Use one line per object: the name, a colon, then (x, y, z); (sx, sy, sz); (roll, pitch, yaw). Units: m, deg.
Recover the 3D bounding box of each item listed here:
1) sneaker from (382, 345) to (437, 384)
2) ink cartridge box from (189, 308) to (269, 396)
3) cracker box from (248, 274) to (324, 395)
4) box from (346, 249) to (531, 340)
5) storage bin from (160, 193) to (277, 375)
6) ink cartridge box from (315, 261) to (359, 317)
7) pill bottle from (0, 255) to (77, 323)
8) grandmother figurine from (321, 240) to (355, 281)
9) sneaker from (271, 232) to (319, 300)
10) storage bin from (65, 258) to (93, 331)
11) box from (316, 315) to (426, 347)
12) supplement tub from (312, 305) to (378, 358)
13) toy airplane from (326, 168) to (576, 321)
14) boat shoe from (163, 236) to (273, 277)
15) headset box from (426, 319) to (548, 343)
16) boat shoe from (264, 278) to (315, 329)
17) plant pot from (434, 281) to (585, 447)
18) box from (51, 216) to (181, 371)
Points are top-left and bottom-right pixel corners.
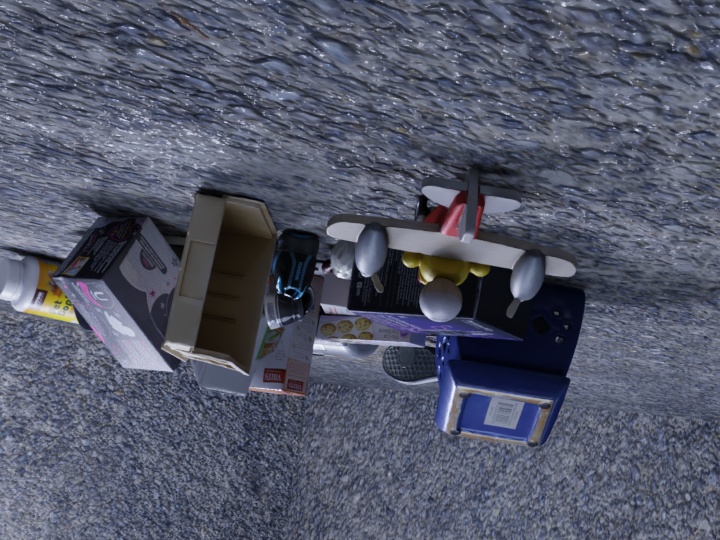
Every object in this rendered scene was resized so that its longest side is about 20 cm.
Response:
sneaker: (0.149, 0.172, 1.911); (0.201, 0.078, 0.146); (1, 164, 38)
ink cartridge box: (-0.220, 0.086, 1.798); (0.084, 0.147, 0.200); (13, -161, -23)
cracker box: (-0.137, 0.104, 1.869); (0.057, 0.202, 0.133); (17, 167, -41)
box: (0.107, 0.024, 1.477); (0.199, 0.105, 0.148); (2, 168, 36)
storage bin: (-0.178, 0.019, 1.436); (0.093, 0.202, 0.199); (11, 170, 2)
ink cartridge box: (0.002, 0.038, 1.762); (0.198, 0.067, 0.116); (8, 171, 4)
pill bottle: (-0.606, 0.036, 2.178); (0.199, 0.110, 0.109); (16, 168, -36)
grandmother figurine: (0.000, 0.000, 1.590); (0.120, 0.061, 0.200); (0, 165, 13)
sneaker: (-0.106, 0.001, 1.605); (0.073, 0.083, 0.200); (10, 170, -6)
storage bin: (-0.377, 0.011, 1.821); (0.134, 0.147, 0.199); (-18, -171, -38)
box: (0.016, 0.094, 1.753); (0.199, 0.042, 0.039); (1, 168, 42)
supplement tub: (-0.066, 0.087, 1.941); (0.199, 0.124, 0.122); (1, 168, 41)
toy airplane: (0.094, -0.019, 1.140); (0.199, 0.142, 0.199); (1, 167, 40)
boat shoe: (-0.213, -0.007, 1.720); (0.200, 0.061, 0.072); (9, 170, -2)
headset box: (0.194, 0.089, 1.850); (0.148, 0.078, 0.199); (17, 168, -36)
boat shoe: (-0.102, 0.043, 1.723); (0.067, 0.072, 0.200); (-9, -173, 4)
plant pot: (0.207, 0.138, 1.618); (0.198, 0.181, 0.201); (9, 143, 3)
box: (-0.327, 0.034, 1.637); (0.114, 0.133, 0.201); (3, 137, 35)
